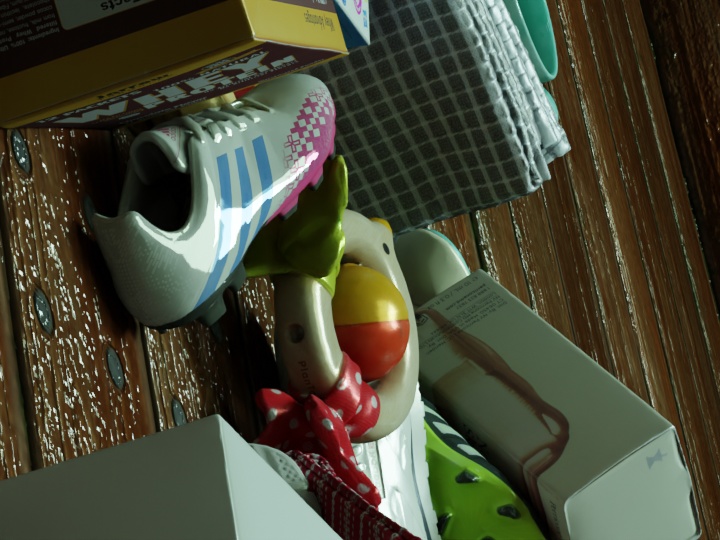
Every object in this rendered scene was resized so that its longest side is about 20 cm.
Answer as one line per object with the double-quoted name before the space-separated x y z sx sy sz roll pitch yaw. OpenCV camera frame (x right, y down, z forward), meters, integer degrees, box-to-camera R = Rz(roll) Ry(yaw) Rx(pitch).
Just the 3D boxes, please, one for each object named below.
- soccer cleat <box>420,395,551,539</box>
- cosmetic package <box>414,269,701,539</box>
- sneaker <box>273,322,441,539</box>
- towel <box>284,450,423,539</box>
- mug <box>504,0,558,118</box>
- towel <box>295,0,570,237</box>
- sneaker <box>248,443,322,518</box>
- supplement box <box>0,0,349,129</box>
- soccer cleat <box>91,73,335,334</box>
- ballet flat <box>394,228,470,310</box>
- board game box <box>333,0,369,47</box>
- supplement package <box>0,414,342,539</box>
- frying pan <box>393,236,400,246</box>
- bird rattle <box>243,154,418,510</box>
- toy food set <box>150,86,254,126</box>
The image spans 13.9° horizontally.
"soccer cleat" 0.049 0.121 1.741 0.200 0.068 0.081 46 16 5
"cosmetic package" 0.106 0.099 1.788 0.200 0.087 0.104 39 -24 46
"sneaker" -0.005 0.108 1.669 0.080 0.076 0.201 -20 92 -67
"towel" -0.002 0.176 1.416 0.200 0.022 0.145 -151 -118 -69
"mug" 0.077 -0.189 2.266 0.152 0.114 0.186 43 33 -65
"towel" 0.014 -0.113 1.795 0.201 0.165 0.086 64 17 -17
"sneaker" -0.055 0.180 1.421 0.082 0.077 0.201 101 -15 -55
"supplement box" -0.115 -0.183 1.438 0.197 0.132 0.201 -11 84 -77
"soccer cleat" -0.072 -0.055 1.500 0.087 0.070 0.200 60 38 -27
"ballet flat" 0.047 0.068 1.900 0.070 0.069 0.201 -88 168 -54
"board game box" -0.045 -0.245 1.654 0.200 0.056 0.197 45 42 -72
"supplement package" -0.066 0.163 1.245 0.200 0.116 0.118 52 24 -58
"frying pan" 0.007 0.005 1.918 0.115 0.031 0.191 42 45 -56
"bird rattle" -0.008 0.035 1.594 0.163 0.112 0.201 -6 76 -61
"toy food set" -0.092 -0.140 1.659 0.200 0.048 0.199 -10 83 -76
